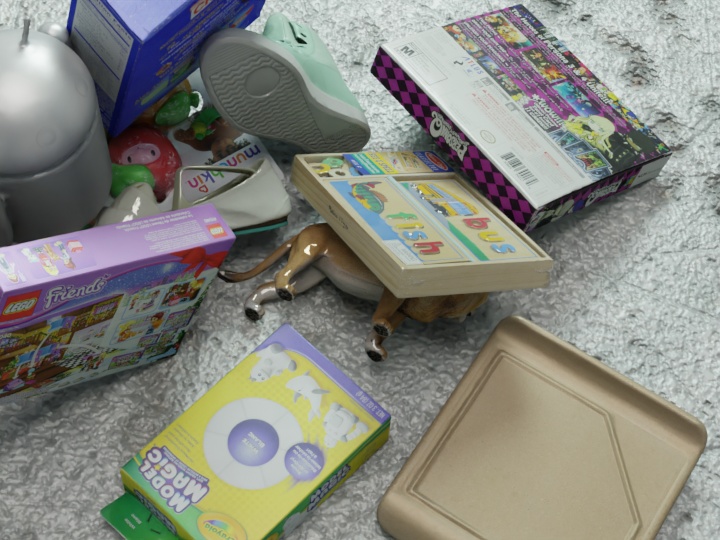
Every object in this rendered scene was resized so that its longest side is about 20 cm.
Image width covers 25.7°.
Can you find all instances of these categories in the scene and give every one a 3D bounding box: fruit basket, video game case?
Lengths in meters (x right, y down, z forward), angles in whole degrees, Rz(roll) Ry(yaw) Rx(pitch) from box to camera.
[{"bbox_3d":[-0.189,-0.115,1.286,0.184,0.094,0.200,-29,68,-19],"label":"fruit basket"},{"bbox_3d":[0.134,-0.132,1.314,0.181,0.036,0.200,-23,62,-39],"label":"video game case"}]

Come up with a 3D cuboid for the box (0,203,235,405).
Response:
[{"bbox_3d":[-0.197,0.027,1.133,0.199,0.137,0.039,-15,58,-42],"label":"box"}]

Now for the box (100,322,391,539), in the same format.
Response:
[{"bbox_3d":[-0.086,0.143,1.166,0.117,0.048,0.200,39,66,19],"label":"box"}]

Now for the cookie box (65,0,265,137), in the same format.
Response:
[{"bbox_3d":[-0.137,-0.208,1.184,0.075,0.200,0.171,46,69,0],"label":"cookie box"}]

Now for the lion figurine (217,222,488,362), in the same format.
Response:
[{"bbox_3d":[0.000,0.000,1.242,0.199,0.073,0.123,22,55,14],"label":"lion figurine"}]

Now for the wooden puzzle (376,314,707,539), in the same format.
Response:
[{"bbox_3d":[0.137,0.155,1.181,0.184,0.037,0.201,30,67,13],"label":"wooden puzzle"}]

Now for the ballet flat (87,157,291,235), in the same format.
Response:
[{"bbox_3d":[-0.147,-0.044,1.222,0.199,0.070,0.070,-17,61,-28],"label":"ballet flat"}]

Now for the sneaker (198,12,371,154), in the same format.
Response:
[{"bbox_3d":[-0.078,-0.168,1.284,0.074,0.200,0.119,-38,57,17],"label":"sneaker"}]

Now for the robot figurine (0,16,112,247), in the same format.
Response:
[{"bbox_3d":[-0.241,-0.095,1.140,0.112,0.200,0.171,10,61,4],"label":"robot figurine"}]

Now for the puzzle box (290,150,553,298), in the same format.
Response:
[{"bbox_3d":[0.044,-0.040,1.222,0.132,0.026,0.200,-3,30,-28],"label":"puzzle box"}]
